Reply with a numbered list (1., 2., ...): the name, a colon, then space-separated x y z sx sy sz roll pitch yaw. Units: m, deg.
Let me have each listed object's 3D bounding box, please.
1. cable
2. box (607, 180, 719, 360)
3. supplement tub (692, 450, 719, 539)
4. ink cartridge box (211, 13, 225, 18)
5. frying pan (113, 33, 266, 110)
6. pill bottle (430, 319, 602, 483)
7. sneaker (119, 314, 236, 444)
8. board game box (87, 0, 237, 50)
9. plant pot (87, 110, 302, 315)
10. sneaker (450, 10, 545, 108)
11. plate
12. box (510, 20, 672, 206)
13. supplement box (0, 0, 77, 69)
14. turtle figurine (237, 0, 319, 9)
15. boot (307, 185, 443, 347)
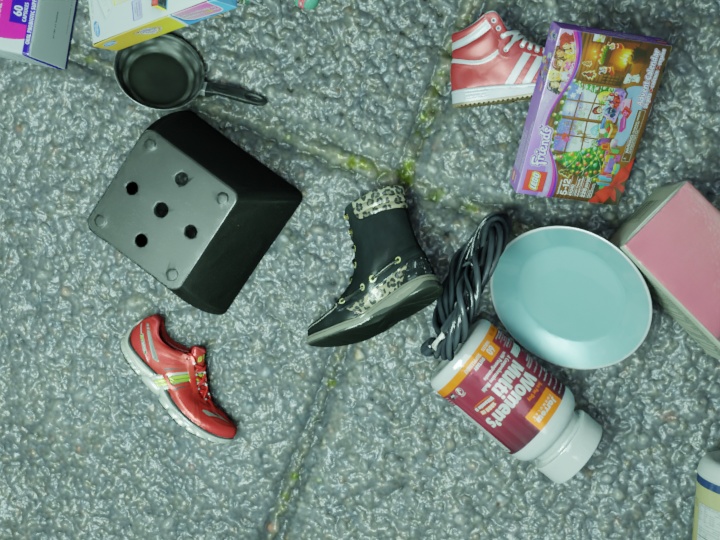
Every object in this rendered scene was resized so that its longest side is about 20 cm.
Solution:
1. cable: 0.127 0.011 0.988 0.050 0.163 0.202 25 77 4
2. box: 0.404 0.002 0.985 0.200 0.128 0.109 45 96 2
3. supplement tub: 0.471 0.328 0.986 0.142 0.144 0.203 3 93 5
4. ink cartridge box: -0.249 -0.413 1.024 0.163 0.075 0.203 2 93 33
5. frying pan: -0.224 -0.257 1.078 0.188 0.031 0.116 -5 72 -20
6. pill bottle: 0.192 0.162 1.022 0.199 0.110 0.110 40 95 3
7. sneaker: -0.226 0.140 1.080 0.085 0.077 0.200 -43 89 1
8. board game box: -0.236 -0.354 0.951 0.198 0.040 0.155 -6 90 32
9. plant pot: -0.217 -0.071 1.017 0.199 0.177 0.201 36 96 3
10. sneaker: 0.207 -0.268 1.020 0.197 0.071 0.114 -6 95 8
11. plate: 0.256 0.032 1.011 0.198 0.026 0.202 16 126 24
12. box: 0.268 -0.181 0.981 0.135 0.039 0.202 6 118 -7
13. supplement box: -0.486 -0.335 1.068 0.198 0.103 0.102 12 95 7
14. turtle figurine: -0.107 -0.386 1.029 0.150 0.101 0.201 -42 78 15
15. boot: 0.002 0.000 1.055 0.202 0.073 0.155 -29 66 31
